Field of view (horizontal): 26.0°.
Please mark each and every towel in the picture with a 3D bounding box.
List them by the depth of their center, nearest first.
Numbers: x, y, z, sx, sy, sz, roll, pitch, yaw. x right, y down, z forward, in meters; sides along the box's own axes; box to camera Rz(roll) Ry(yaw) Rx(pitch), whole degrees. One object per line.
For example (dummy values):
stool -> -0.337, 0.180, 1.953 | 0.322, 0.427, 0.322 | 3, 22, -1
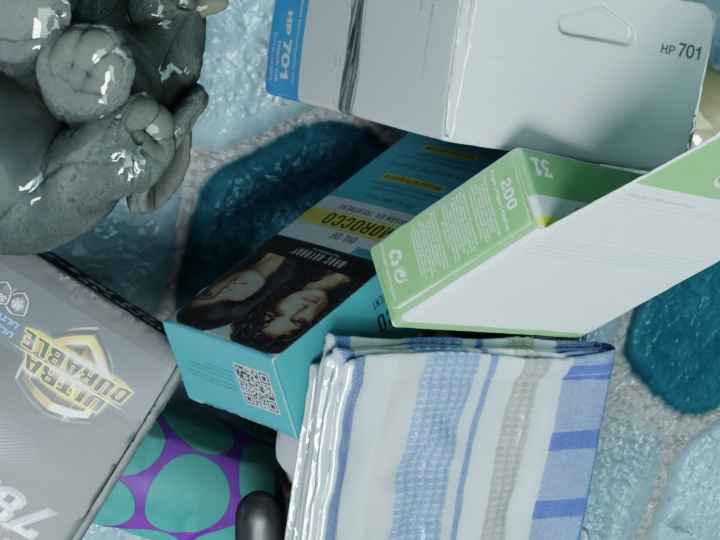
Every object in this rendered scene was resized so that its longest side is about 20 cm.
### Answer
towel -> 0.047, 0.104, 0.781 | 0.199, 0.024, 0.148 | 2, 102, -39

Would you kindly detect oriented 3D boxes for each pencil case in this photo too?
pencil case -> -0.107, 0.126, 0.908 | 0.199, 0.085, 0.093 | 24, 119, -33

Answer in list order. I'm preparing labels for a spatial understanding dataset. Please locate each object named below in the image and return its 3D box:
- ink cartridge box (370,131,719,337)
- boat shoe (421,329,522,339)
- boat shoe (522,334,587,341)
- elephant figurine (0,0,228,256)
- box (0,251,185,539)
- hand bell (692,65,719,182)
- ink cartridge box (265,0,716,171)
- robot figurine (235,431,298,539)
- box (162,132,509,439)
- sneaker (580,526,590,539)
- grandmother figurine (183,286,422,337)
ink cartridge box -> 0.123, -0.027, 0.718 | 0.145, 0.048, 0.199 | 6, 150, -43
boat shoe -> 0.104, -0.020, 0.891 | 0.200, 0.072, 0.073 | -47, 115, -45
boat shoe -> 0.110, 0.077, 1.000 | 0.073, 0.068, 0.201 | 17, 106, -32
elephant figurine -> -0.122, -0.091, 0.762 | 0.154, 0.200, 0.143 | -15, 103, 20
box -> -0.217, 0.071, 0.789 | 0.199, 0.050, 0.199 | 33, 90, -8
hand bell -> 0.147, -0.132, 0.919 | 0.199, 0.104, 0.104 | 37, 95, -22
ink cartridge box -> 0.058, -0.110, 0.794 | 0.145, 0.200, 0.087 | 6, 100, -28
robot figurine -> 0.014, 0.150, 0.859 | 0.150, 0.124, 0.202 | -34, 126, -62
box -> 0.000, 0.000, 0.798 | 0.200, 0.082, 0.050 | -40, 128, -34
sneaker -> 0.076, 0.147, 0.958 | 0.114, 0.075, 0.202 | -12, 84, 16
grandmother figurine -> -0.016, 0.031, 0.885 | 0.198, 0.121, 0.061 | -7, 74, -30
